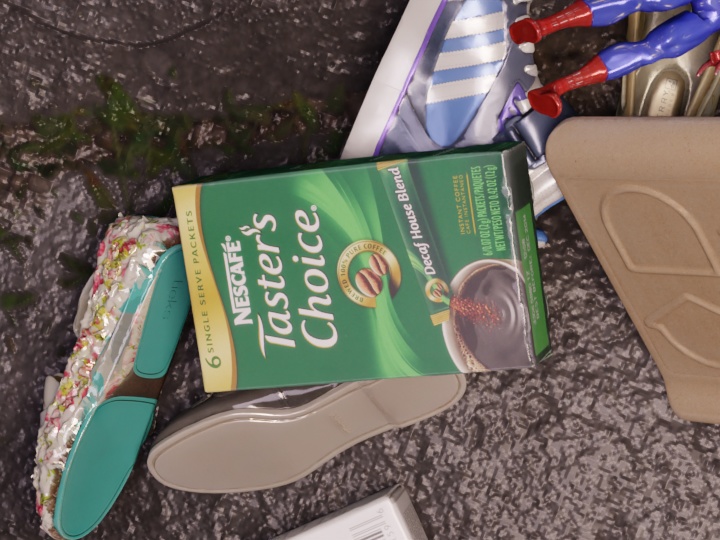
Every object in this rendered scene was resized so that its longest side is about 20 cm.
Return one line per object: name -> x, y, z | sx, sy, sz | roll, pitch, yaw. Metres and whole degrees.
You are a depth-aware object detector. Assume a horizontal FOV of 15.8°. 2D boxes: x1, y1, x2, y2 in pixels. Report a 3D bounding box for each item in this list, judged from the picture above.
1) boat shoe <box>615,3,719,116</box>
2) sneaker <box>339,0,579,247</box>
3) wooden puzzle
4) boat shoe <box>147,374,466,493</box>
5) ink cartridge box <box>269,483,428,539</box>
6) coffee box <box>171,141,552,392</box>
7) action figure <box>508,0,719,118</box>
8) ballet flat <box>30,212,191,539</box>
boat shoe -> 0.179, -0.151, 1.418 | 0.073, 0.063, 0.202 | 16, 99, 8
sneaker -> 0.090, -0.110, 1.435 | 0.146, 0.081, 0.201 | 26, 99, 1
wooden puzzle -> 0.210, -0.003, 1.374 | 0.185, 0.046, 0.201 | 3, 131, 43
boat shoe -> -0.029, 0.074, 1.494 | 0.199, 0.057, 0.067 | -20, 129, 15
ink cartridge box -> -0.015, 0.250, 1.511 | 0.173, 0.044, 0.201 | -24, 92, 13
coffee box -> 0.000, 0.000, 1.413 | 0.199, 0.044, 0.124 | -4, 100, 22
action figure -> 0.179, -0.140, 1.370 | 0.199, 0.052, 0.066 | -24, 103, -18
ballet flat -> -0.148, 0.057, 1.509 | 0.064, 0.075, 0.201 | 28, 98, 37
